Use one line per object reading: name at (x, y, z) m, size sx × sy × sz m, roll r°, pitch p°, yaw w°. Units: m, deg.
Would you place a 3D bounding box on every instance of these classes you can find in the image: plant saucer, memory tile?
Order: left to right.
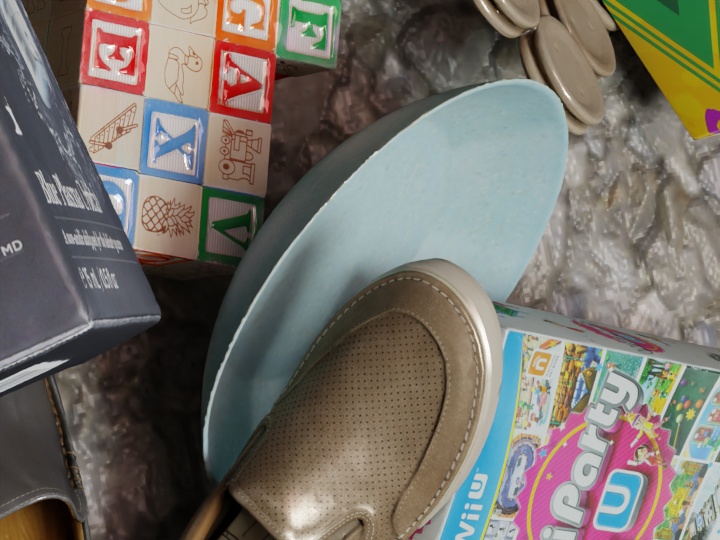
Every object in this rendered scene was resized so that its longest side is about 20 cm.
plant saucer at (0.000, 0.000, 1.089) m, size 0.039 × 0.201 × 0.201 m, roll 39°, pitch 55°, yaw 23°
memory tile at (0.047, -0.157, 1.155) m, size 0.200 × 0.017 × 0.153 m, roll 54°, pitch 23°, yaw -19°

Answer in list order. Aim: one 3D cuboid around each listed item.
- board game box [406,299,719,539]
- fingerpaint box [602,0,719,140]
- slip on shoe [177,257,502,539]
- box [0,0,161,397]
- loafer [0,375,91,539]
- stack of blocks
board game box at (0.087, 0.096, 1.135) m, size 0.200 × 0.064 × 0.148 m, roll 11°, pitch 101°, yaw -40°
fingerpaint box at (0.174, -0.186, 1.241) m, size 0.167 × 0.073 × 0.200 m, roll 55°, pitch 49°, yaw -18°
slip on shoe at (-0.020, 0.082, 1.040) m, size 0.076 × 0.200 × 0.061 m, roll 45°, pitch 25°, yaw 16°
box at (-0.163, -0.049, 0.904) m, size 0.117 × 0.197 × 0.200 m, roll -25°, pitch 89°, yaw 1°
loafer at (-0.126, 0.082, 1.025) m, size 0.073 × 0.072 × 0.200 m, roll -12°, pitch 92°, yaw -34°
stack of blocks at (-0.070, -0.100, 1.090) m, size 0.115 × 0.059 × 0.200 m, roll 10°, pitch 79°, yaw -34°
